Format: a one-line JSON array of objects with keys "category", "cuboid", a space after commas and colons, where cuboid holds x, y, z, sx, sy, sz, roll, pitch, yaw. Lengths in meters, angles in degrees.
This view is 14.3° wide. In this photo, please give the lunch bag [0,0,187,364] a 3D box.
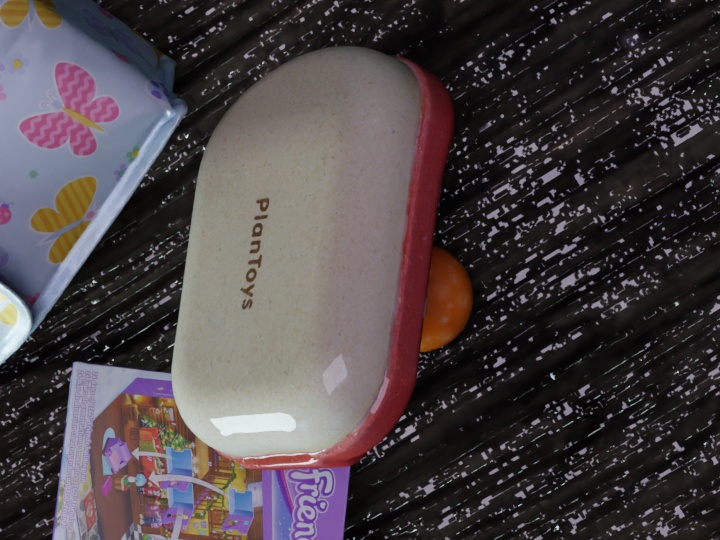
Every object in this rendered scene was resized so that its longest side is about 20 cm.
[{"category": "lunch bag", "cuboid": [-0.201, -0.050, 1.326, 0.169, 0.127, 0.200, 35, 102, -16]}]

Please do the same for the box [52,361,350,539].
[{"category": "box", "cuboid": [-0.079, 0.150, 1.349, 0.137, 0.039, 0.200, 7, 82, -6]}]

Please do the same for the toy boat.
[{"category": "toy boat", "cuboid": [0.000, 0.000, 1.325, 0.130, 0.131, 0.200, -6, 71, 44]}]
